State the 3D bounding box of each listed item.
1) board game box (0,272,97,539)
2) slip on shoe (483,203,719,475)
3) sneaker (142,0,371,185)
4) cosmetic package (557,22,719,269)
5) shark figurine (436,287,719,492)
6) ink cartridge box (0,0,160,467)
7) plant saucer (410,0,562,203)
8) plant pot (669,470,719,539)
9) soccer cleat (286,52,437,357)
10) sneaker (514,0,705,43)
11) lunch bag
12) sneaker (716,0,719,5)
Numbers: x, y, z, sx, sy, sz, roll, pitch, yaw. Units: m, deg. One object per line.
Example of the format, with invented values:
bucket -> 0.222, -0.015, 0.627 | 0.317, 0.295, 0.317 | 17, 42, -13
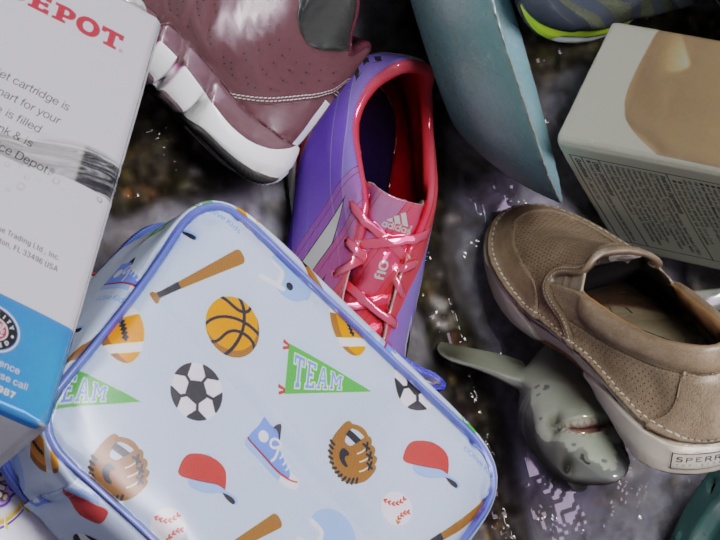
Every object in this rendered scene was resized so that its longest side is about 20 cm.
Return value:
board game box -> -0.211, 0.054, 1.055 | 0.199, 0.040, 0.154 | 16, 75, -26
slip on shoe -> 0.113, 0.013, 1.156 | 0.076, 0.200, 0.061 | -8, 122, -15
sneaker -> -0.074, -0.140, 1.125 | 0.116, 0.076, 0.200 | -47, 115, -3
cosmetic package -> 0.203, -0.045, 1.197 | 0.071, 0.200, 0.105 | -63, 147, -20
shark figurine -> 0.123, 0.059, 1.235 | 0.214, 0.128, 0.090 | -31, 124, -46
ink cartridge box -> -0.176, -0.037, 1.017 | 0.144, 0.084, 0.200 | 26, 55, -20
plant saucer -> 0.045, -0.122, 1.164 | 0.039, 0.201, 0.202 | -16, 91, 6
plant pot -> 0.231, 0.163, 1.203 | 0.161, 0.201, 0.201 | 23, 72, -13
soccer cleat -> 0.000, 0.000, 1.161 | 0.068, 0.073, 0.201 | 10, 78, -27
sneaker -> 0.158, -0.162, 1.268 | 0.200, 0.081, 0.074 | -17, 91, -30
lunch bag -> -0.042, 0.077, 1.081 | 0.200, 0.076, 0.160 | 45, 58, -15
sneaker -> 0.239, -0.124, 1.245 | 0.112, 0.200, 0.073 | -37, 59, 3
